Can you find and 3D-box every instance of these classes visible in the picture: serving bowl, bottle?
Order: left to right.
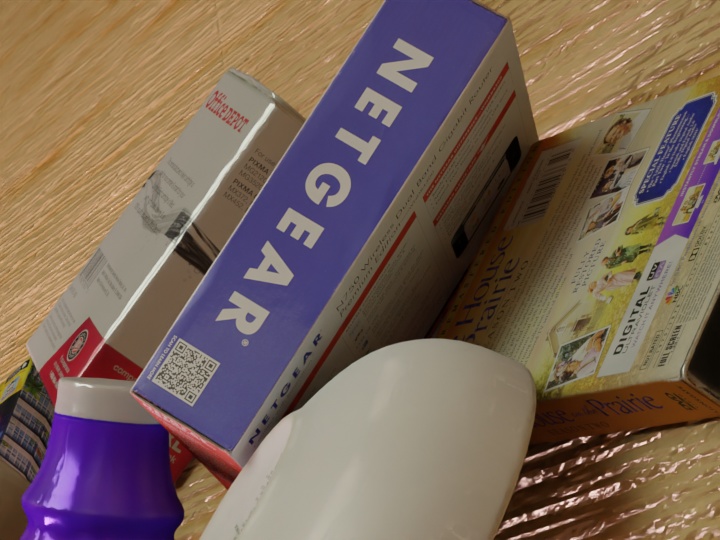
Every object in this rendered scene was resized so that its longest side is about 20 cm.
[{"bbox_3d":[-0.109,0.145,0.916,0.065,0.083,0.202,6,89,43],"label":"bottle"},{"bbox_3d":[-0.019,0.103,0.799,0.201,0.066,0.200,-56,8,12],"label":"serving bowl"}]

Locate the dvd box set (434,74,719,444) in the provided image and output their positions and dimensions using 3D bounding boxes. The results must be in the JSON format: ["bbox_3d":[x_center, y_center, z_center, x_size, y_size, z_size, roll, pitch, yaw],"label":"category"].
[{"bbox_3d":[0.100,-0.003,0.861,0.200,0.029,0.147,-18,40,60],"label":"dvd box set"}]

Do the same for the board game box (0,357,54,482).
[{"bbox_3d":[-0.252,0.183,1.361,0.200,0.062,0.201,-41,23,35],"label":"board game box"}]

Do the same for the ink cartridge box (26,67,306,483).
[{"bbox_3d":[-0.087,-0.001,1.241,0.200,0.083,0.145,-53,18,1],"label":"ink cartridge box"}]

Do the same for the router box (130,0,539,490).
[{"bbox_3d":[0.000,0.000,0.930,0.201,0.049,0.180,-57,-17,-10],"label":"router box"}]

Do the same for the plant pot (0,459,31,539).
[{"bbox_3d":[-0.234,0.185,1.154,0.174,0.200,0.200,-44,11,-31],"label":"plant pot"}]
